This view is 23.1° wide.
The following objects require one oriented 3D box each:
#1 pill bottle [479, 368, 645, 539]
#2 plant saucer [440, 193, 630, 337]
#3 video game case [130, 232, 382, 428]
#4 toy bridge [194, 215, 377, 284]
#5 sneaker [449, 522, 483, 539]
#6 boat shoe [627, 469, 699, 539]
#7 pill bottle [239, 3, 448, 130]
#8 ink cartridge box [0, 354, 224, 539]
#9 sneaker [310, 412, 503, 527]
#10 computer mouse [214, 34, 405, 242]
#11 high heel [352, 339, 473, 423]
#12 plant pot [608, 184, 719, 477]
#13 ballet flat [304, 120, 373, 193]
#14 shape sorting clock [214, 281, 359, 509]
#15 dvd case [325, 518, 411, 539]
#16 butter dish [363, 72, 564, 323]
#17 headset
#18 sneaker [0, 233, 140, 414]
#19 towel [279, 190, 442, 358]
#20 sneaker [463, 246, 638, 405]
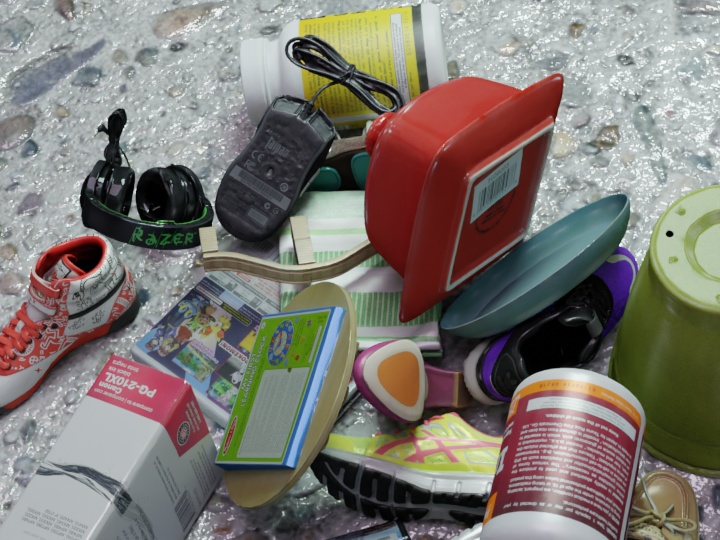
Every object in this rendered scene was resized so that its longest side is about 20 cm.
[{"bbox_3d":[0.155,0.187,1.381,0.112,0.113,0.201,7,52,14],"label":"pill bottle"},{"bbox_3d":[0.158,0.001,1.545,0.200,0.200,0.028,-38,98,-17],"label":"plant saucer"},{"bbox_3d":[-0.080,0.066,1.614,0.199,0.023,0.182,33,65,27],"label":"video game case"},{"bbox_3d":[-0.053,-0.019,1.612,0.198,0.027,0.068,-8,47,-6],"label":"toy bridge"},{"bbox_3d":[0.061,0.268,1.410,0.199,0.075,0.082,-26,53,-10],"label":"sneaker"},{"bbox_3d":[0.227,0.240,1.410,0.073,0.063,0.201,10,56,17],"label":"boat shoe"},{"bbox_3d":[-0.014,-0.196,1.736,0.198,0.113,0.113,-6,53,4],"label":"pill bottle"},{"bbox_3d":[-0.207,0.197,1.463,0.084,0.145,0.201,18,59,23],"label":"ink cartridge box"},{"bbox_3d":[0.054,0.160,1.495,0.198,0.078,0.091,10,55,3],"label":"sneaker"},{"bbox_3d":[-0.041,-0.106,1.655,0.139,0.046,0.201,26,93,5],"label":"computer mouse"},{"bbox_3d":[0.016,0.090,1.480,0.095,0.200,0.068,1,89,27],"label":"high heel"},{"bbox_3d":[0.303,0.037,1.465,0.198,0.194,0.202,-5,54,6],"label":"plant pot"},{"bbox_3d":[-0.010,-0.111,1.704,0.198,0.068,0.068,-4,50,6],"label":"ballet flat"},{"bbox_3d":[-0.059,0.104,1.477,0.200,0.039,0.201,-40,36,38],"label":"shape sorting clock"},{"bbox_3d":[-0.056,0.240,1.420,0.198,0.143,0.018,-16,88,-2],"label":"dvd case"},{"bbox_3d":[0.067,-0.090,1.562,0.147,0.201,0.199,34,45,25],"label":"butter dish"},{"bbox_3d":[-0.210,-0.083,1.681,0.122,0.095,0.200,3,22,-25],"label":"headset"},{"bbox_3d":[-0.299,0.045,1.612,0.201,0.108,0.067,-34,56,-15],"label":"sneaker"},{"bbox_3d":[0.000,0.000,1.623,0.151,0.024,0.201,-2,48,0],"label":"towel"},{"bbox_3d":[0.186,0.047,1.518,0.200,0.099,0.070,-40,99,-25],"label":"sneaker"}]
